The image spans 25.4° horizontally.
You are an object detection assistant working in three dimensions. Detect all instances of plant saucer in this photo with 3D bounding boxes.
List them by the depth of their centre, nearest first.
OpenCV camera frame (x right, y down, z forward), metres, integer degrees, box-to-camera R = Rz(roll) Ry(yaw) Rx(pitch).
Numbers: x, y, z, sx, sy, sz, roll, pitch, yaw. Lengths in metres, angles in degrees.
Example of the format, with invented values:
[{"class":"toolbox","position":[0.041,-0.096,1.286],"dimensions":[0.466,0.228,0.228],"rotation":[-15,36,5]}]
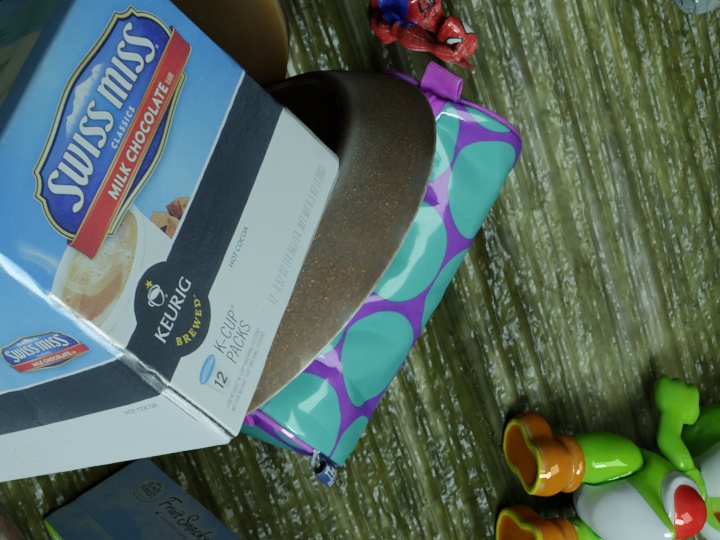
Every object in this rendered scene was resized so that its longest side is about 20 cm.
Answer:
[{"class":"plant saucer","position":[-0.053,-0.016,0.688],"dimensions":[0.034,0.200,0.201],"rotation":[42,78,-27]}]

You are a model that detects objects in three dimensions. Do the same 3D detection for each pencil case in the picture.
[{"class":"pencil case","position":[0.000,0.000,0.795],"dimensions":[0.201,0.085,0.092],"rotation":[-60,158,-8]}]

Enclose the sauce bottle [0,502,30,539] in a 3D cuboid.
[{"class":"sauce bottle","position":[-0.175,0.144,0.730],"dimensions":[0.065,0.065,0.201],"rotation":[-37,117,-20]}]

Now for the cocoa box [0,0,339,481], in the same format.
[{"class":"cocoa box","position":[-0.134,-0.010,0.615],"dimensions":[0.131,0.199,0.134],"rotation":[42,53,-30]}]

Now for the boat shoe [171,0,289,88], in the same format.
[{"class":"boat shoe","position":[-0.084,-0.164,0.709],"dimensions":[0.071,0.070,0.201],"rotation":[-84,154,-43]}]

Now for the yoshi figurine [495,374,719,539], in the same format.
[{"class":"yoshi figurine","position":[0.176,0.124,0.954],"dimensions":[0.198,0.113,0.113],"rotation":[0,62,-19]}]

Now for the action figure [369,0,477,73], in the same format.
[{"class":"action figure","position":[0.009,-0.166,0.758],"dimensions":[0.065,0.099,0.200],"rotation":[-52,126,-10]}]

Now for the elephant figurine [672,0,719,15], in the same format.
[{"class":"elephant figurine","position":[0.149,-0.231,0.802],"dimensions":[0.142,0.155,0.199],"rotation":[-49,135,13]}]

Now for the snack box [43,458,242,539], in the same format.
[{"class":"snack box","position":[-0.059,0.209,0.757],"dimensions":[0.067,0.168,0.201],"rotation":[-29,117,-21]}]
